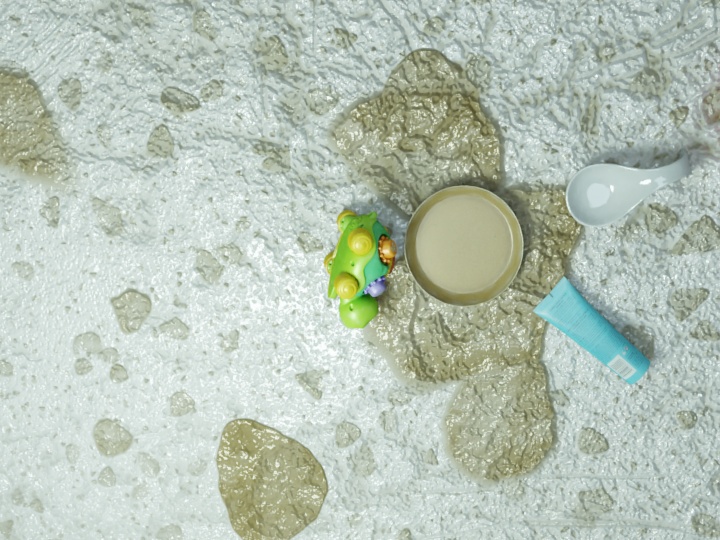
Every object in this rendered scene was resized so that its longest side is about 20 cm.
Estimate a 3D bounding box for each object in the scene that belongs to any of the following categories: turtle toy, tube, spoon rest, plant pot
[{"bbox_3d":[0.000,0.000,1.255,0.099,0.146,0.204,13,107,-17],"label":"turtle toy"},{"bbox_3d":[0.387,0.105,1.258,0.199,0.050,0.078,41,102,3],"label":"tube"},{"bbox_3d":[0.419,-0.135,1.186,0.197,0.061,0.101,-20,99,12],"label":"spoon rest"},{"bbox_3d":[0.171,-0.041,1.265,0.195,0.028,0.205,2,104,8],"label":"plant pot"}]
